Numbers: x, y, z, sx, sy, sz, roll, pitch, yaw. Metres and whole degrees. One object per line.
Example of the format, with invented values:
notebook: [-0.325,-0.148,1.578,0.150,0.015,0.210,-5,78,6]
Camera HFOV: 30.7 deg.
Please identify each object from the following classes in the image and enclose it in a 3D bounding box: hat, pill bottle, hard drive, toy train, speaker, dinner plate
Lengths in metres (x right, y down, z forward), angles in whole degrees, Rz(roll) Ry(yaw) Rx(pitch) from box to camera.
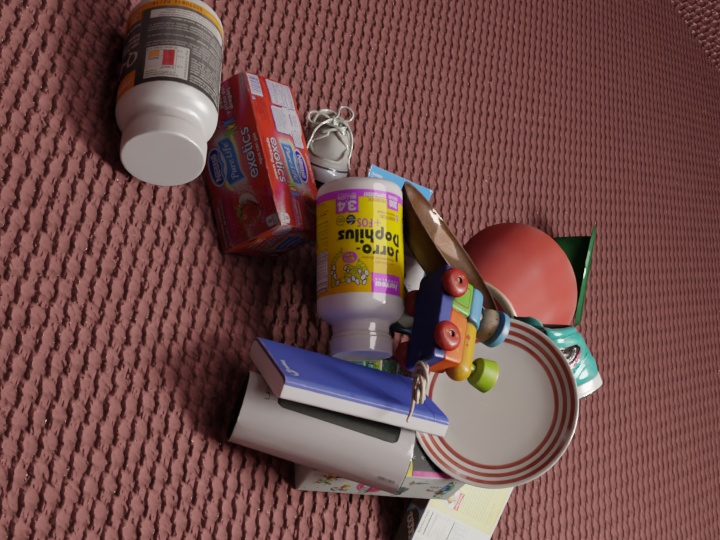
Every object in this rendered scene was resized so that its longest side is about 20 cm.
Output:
hat: [0.306,-0.015,2.246,0.166,0.174,0.202,-65,162,-54]
pill bottle: [0.000,0.000,1.526,0.104,0.103,0.203,15,69,-52]
hard drive: [-0.014,0.128,1.444,0.198,0.026,0.132,17,11,-23]
pill bottle: [-0.215,-0.203,1.473,0.116,0.116,0.202,35,42,-40]
toy train: [0.105,0.105,1.461,0.115,0.084,0.202,29,52,-25]
speaker: [-0.044,0.177,1.431,0.198,0.082,0.082,19,46,-8]
dinner plate: [0.155,0.154,1.532,0.024,0.198,0.203,76,-1,-75]

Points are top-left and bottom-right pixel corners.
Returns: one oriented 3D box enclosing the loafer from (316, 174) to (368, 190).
loafer: [-0.030,-0.105,1.732,0.200,0.075,0.070,-27,96,-59]

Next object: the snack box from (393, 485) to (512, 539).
snack box: [0.128,0.278,1.634,0.116,0.037,0.202,30,83,-31]

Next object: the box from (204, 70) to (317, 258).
box: [-0.124,-0.125,1.581,0.099,0.095,0.202,8,64,-56]

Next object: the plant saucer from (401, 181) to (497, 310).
plant saucer: [0.099,-0.017,1.606,0.201,0.036,0.201,51,12,-16]

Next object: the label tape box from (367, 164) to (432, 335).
label tape box: [0.052,-0.023,1.735,0.143,0.066,0.203,18,85,-51]

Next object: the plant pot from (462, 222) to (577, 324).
plant pot: [0.187,0.050,1.843,0.177,0.199,0.202,-32,97,-58]

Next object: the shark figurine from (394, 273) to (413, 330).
shark figurine: [0.073,0.045,1.659,0.214,0.089,0.130,32,75,-45]

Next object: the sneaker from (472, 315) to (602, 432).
sneaker: [0.196,0.117,1.589,0.198,0.083,0.122,-21,99,-24]

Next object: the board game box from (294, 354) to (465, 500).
board game box: [0.020,0.184,1.545,0.197,0.064,0.149,6,60,-21]

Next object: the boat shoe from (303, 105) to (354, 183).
boat shoe: [-0.040,-0.172,1.681,0.074,0.087,0.202,19,17,-6]
